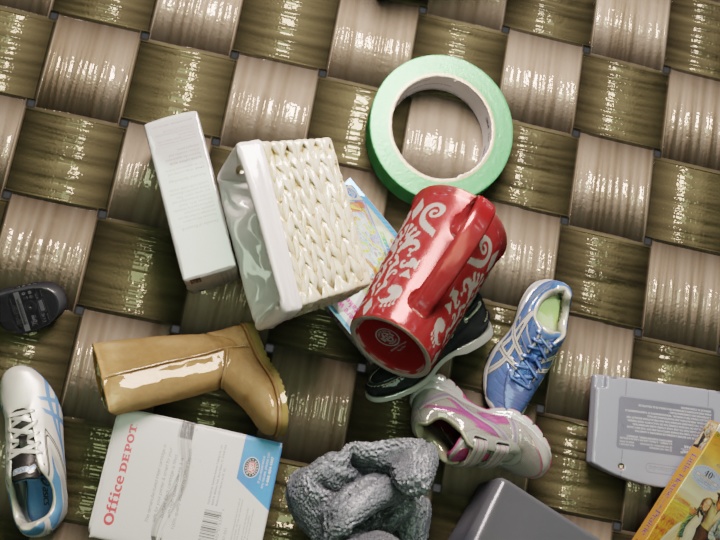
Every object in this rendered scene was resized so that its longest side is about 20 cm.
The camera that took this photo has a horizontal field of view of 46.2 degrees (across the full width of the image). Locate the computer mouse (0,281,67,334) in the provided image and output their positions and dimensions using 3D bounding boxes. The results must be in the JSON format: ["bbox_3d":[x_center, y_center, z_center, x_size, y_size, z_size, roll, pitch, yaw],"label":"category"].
[{"bbox_3d":[-0.459,0.053,1.041,0.195,0.034,0.060,-11,106,-4],"label":"computer mouse"}]

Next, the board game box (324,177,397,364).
[{"bbox_3d":[0.000,0.000,1.102,0.134,0.034,0.201,-39,87,-12],"label":"board game box"}]

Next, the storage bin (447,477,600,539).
[{"bbox_3d":[0.196,0.350,1.020,0.198,0.146,0.136,31,68,-1],"label":"storage bin"}]

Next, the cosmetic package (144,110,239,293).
[{"bbox_3d":[-0.209,-0.083,1.057,0.073,0.102,0.204,-16,83,-8],"label":"cosmetic package"}]

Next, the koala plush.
[{"bbox_3d":[0.002,0.318,0.948,0.179,0.179,0.203,-1,46,-1],"label":"koala plush"}]

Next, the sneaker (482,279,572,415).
[{"bbox_3d":[0.216,0.099,1.090,0.074,0.077,0.203,23,80,-4],"label":"sneaker"}]

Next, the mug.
[{"bbox_3d":[0.076,0.002,0.992,0.131,0.179,0.201,20,57,21],"label":"mug"}]

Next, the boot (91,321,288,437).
[{"bbox_3d":[-0.200,0.141,0.989,0.196,0.067,0.176,-8,41,-26],"label":"boot"}]

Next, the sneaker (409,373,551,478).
[{"bbox_3d":[0.141,0.212,1.044,0.197,0.082,0.089,24,36,4],"label":"sneaker"}]

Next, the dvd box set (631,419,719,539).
[{"bbox_3d":[0.452,0.316,1.079,0.145,0.029,0.202,36,88,-8],"label":"dvd box set"}]

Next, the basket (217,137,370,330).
[{"bbox_3d":[-0.080,-0.047,1.006,0.121,0.135,0.204,-14,83,-23],"label":"basket"}]

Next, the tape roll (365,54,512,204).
[{"bbox_3d":[0.106,-0.186,1.142,0.196,0.048,0.205,1,79,-7],"label":"tape roll"}]

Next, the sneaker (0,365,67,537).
[{"bbox_3d":[-0.389,0.210,0.998,0.070,0.073,0.204,-12,80,-7],"label":"sneaker"}]

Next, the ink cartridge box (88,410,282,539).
[{"bbox_3d":[-0.203,0.258,1.006,0.196,0.084,0.148,13,79,-4],"label":"ink cartridge box"}]

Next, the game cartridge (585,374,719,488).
[{"bbox_3d":[0.394,0.216,1.113,0.195,0.041,0.136,9,76,-5],"label":"game cartridge"}]

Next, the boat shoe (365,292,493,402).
[{"bbox_3d":[0.081,0.093,1.064,0.198,0.075,0.061,-32,116,-27],"label":"boat shoe"}]
